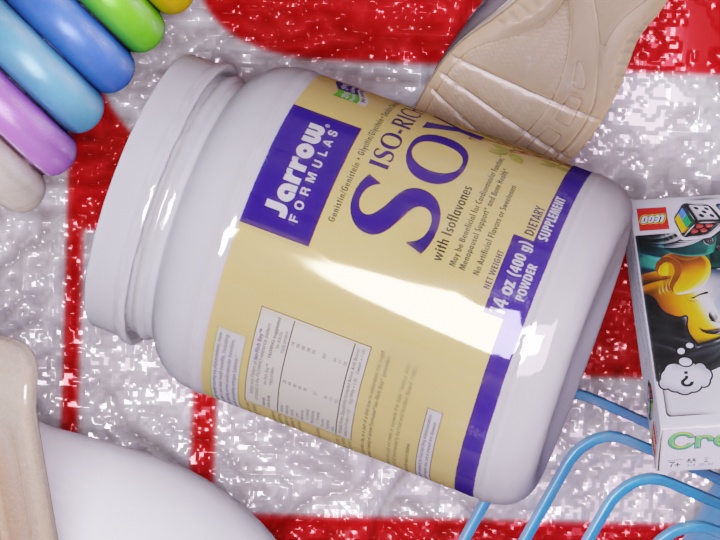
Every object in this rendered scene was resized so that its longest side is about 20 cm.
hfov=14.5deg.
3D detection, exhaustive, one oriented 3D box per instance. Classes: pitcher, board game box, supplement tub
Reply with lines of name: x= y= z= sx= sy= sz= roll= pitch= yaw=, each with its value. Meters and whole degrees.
pitcher: x=-0.136 y=0.144 z=1.244 sx=0.200 sy=0.121 sz=0.172 roll=35 pitch=118 yaw=-1
board game box: x=0.217 y=0.021 z=1.200 sx=0.199 sy=0.127 sz=0.035 roll=-4 pitch=140 yaw=0
supplement tub: x=0.000 y=0.000 z=1.184 sx=0.199 sy=0.145 sz=0.146 roll=20 pitch=101 yaw=8

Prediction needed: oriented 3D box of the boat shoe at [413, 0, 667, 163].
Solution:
boat shoe: x=0.088 y=-0.110 z=1.222 sx=0.072 sy=0.065 sz=0.200 roll=31 pitch=117 yaw=-5

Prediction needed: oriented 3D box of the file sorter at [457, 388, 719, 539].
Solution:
file sorter: x=0.130 y=0.156 z=1.201 sx=0.122 sy=0.200 sz=0.139 roll=23 pitch=101 yaw=-24

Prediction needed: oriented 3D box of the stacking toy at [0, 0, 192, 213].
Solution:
stacking toy: x=-0.106 y=-0.122 z=1.204 sx=0.085 sy=0.085 sz=0.200 roll=44 pitch=89 yaw=-12

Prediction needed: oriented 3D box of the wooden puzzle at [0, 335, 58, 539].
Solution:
wooden puzzle: x=-0.203 y=0.110 z=1.182 sx=0.184 sy=0.037 sz=0.201 roll=12 pitch=118 yaw=29
